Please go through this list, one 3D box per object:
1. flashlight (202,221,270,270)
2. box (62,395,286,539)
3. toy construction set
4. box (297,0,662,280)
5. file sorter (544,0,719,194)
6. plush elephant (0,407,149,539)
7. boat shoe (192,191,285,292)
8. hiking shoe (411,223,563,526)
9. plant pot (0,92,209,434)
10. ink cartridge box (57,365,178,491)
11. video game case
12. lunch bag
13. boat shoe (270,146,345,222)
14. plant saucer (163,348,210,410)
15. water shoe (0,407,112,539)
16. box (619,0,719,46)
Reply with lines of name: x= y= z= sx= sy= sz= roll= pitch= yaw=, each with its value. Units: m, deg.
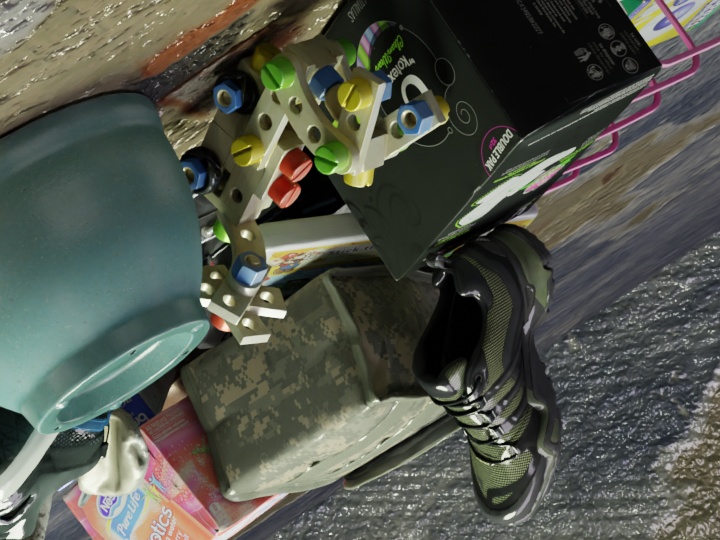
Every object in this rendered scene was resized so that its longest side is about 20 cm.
flashlight: x=-0.149 y=0.022 z=1.711 sx=0.200 sy=0.068 sz=0.068 roll=-38 pitch=171 yaw=20
box: x=-0.103 y=0.138 z=1.735 sx=0.103 sy=0.095 sz=0.200 roll=-41 pitch=175 yaw=35
toy construction set: x=-0.043 y=-0.058 z=1.464 sx=0.200 sy=0.131 sz=0.092 roll=-56 pitch=160 yaw=21
box: x=0.064 y=-0.115 z=1.516 sx=0.124 sy=0.149 sz=0.200 roll=-27 pitch=168 yaw=-32
file sorter: x=0.143 y=-0.147 z=1.680 sx=0.139 sy=0.126 sz=0.200 roll=-23 pitch=165 yaw=-45
plush elephant: x=-0.231 y=0.102 z=1.595 sx=0.155 sy=0.165 sz=0.200 roll=-47 pitch=165 yaw=26
boat shoe: x=-0.130 y=-0.009 z=1.631 sx=0.200 sy=0.068 sz=0.072 roll=-37 pitch=169 yaw=15
hiking shoe: x=0.071 y=0.074 z=1.567 sx=0.100 sy=0.201 sz=0.076 roll=-14 pitch=-162 yaw=-36
plant pot: x=-0.171 y=0.010 z=1.413 sx=0.200 sy=0.135 sz=0.200 roll=-32 pitch=169 yaw=-7
ink cartridge box: x=-0.188 y=0.094 z=1.812 sx=0.094 sy=0.044 sz=0.200 roll=-36 pitch=-171 yaw=9
video game case: x=0.000 y=0.000 z=1.666 sx=0.199 sy=0.023 sz=0.182 roll=-7 pitch=160 yaw=-22
lunch bag: x=0.006 y=0.077 z=1.678 sx=0.164 sy=0.118 sz=0.199 roll=-33 pitch=161 yaw=36
boat shoe: x=-0.059 y=-0.030 z=1.749 sx=0.084 sy=0.069 sz=0.200 roll=-28 pitch=169 yaw=-26
plant saucer: x=-0.117 y=0.064 z=1.912 sx=0.200 sy=0.035 sz=0.200 roll=-42 pitch=-171 yaw=8
water shoe: x=-0.182 y=0.079 z=1.520 sx=0.200 sy=0.071 sz=0.079 roll=-48 pitch=144 yaw=-26
box: x=0.236 y=-0.216 z=1.873 sx=0.200 sy=0.048 sz=0.117 roll=-27 pitch=168 yaw=-41
